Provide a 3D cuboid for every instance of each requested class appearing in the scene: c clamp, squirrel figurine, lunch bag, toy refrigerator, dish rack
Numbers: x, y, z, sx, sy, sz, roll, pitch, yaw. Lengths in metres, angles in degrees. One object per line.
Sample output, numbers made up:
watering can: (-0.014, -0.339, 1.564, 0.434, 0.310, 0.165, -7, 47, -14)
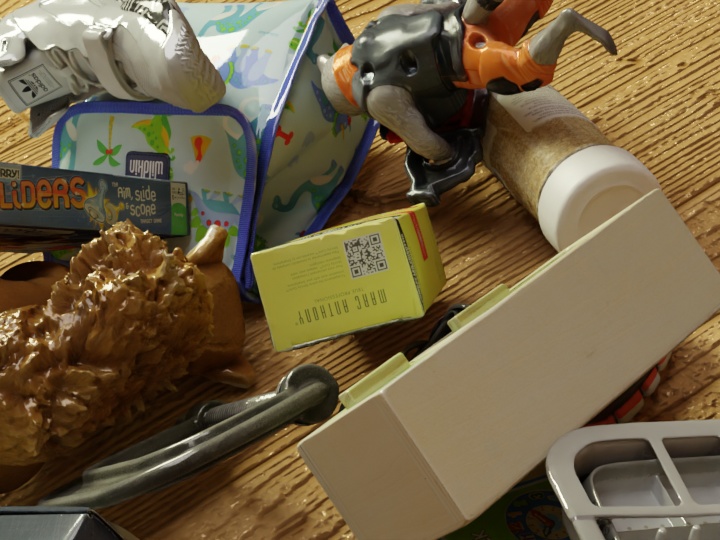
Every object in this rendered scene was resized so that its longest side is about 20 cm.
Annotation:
c clamp: (-0.072, 0.075, 0.763, 0.170, 0.027, 0.200, -23, 1, -23)
squirrel figurine: (-0.139, 0.042, 0.853, 0.186, 0.143, 0.200, -11, 4, -24)
lunch bag: (-0.102, -0.073, 1.027, 0.169, 0.128, 0.201, 6, 61, 33)
toy refrigerator: (0.071, 0.041, 0.703, 0.200, 0.070, 0.076, -34, -2, -37)
dish rack: (0.169, 0.132, 0.597, 0.170, 0.044, 0.200, 0, 32, -16)

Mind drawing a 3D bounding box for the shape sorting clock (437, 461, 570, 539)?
shape sorting clock: (0.108, 0.142, 0.672, 0.198, 0.039, 0.201, -3, 34, 2)

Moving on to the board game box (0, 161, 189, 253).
board game box: (-0.211, -0.034, 0.907, 0.135, 0.035, 0.200, -5, -4, 32)

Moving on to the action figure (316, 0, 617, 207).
action figure: (0.057, -0.151, 0.948, 0.193, 0.105, 0.201, -23, 46, 26)

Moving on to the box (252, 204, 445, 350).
box: (0.000, 0.000, 0.830, 0.075, 0.050, 0.200, -15, 2, 8)

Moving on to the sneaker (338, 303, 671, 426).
sneaker: (0.075, 0.049, 0.786, 0.199, 0.082, 0.077, -33, 35, -21)

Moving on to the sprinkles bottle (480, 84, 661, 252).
sprinkles bottle: (0.110, -0.073, 0.962, 0.068, 0.069, 0.200, -23, 33, -7)

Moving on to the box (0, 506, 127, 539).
box: (-0.175, 0.175, 0.552, 0.157, 0.051, 0.201, -8, 41, 44)

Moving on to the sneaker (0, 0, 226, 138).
sneaker: (-0.160, -0.122, 0.961, 0.115, 0.075, 0.200, -36, 37, -6)

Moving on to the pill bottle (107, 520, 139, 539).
pill bottle: (-0.132, 0.196, 0.644, 0.111, 0.112, 0.201, -12, 33, 9)
